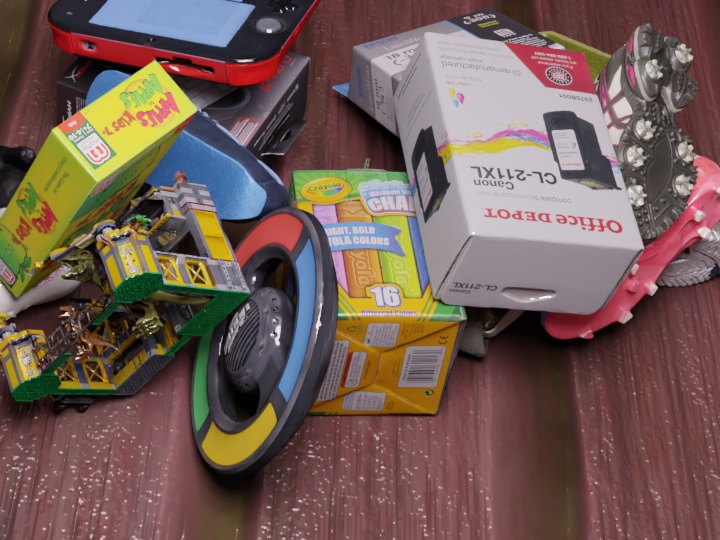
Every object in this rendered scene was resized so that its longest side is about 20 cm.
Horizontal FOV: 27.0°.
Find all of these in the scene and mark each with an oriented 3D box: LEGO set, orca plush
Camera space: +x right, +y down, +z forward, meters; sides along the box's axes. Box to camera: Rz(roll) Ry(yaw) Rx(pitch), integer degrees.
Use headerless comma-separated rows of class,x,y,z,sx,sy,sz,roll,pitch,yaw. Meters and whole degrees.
LEGO set,-0.185,0.004,1.102,0.153,0.200,0.116,0,56,-42
orca plush,-0.279,-0.064,1.239,0.200,0.071,0.105,39,53,23

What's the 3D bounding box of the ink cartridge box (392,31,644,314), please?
ink cartridge box,0.118,-0.075,1.150,0.144,0.083,0.201,4,52,-20

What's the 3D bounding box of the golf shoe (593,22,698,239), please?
golf shoe,0.222,-0.101,1.219,0.077,0.088,0.201,29,55,-22

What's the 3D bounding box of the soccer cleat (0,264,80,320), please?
soccer cleat,-0.311,0.031,1.163,0.198,0.070,0.087,-4,72,-17

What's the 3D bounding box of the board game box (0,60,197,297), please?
board game box,-0.200,-0.062,1.085,0.048,0.200,0.102,48,53,0

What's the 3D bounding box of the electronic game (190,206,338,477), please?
electronic game,-0.074,0.051,1.096,0.041,0.200,0.201,17,43,-27

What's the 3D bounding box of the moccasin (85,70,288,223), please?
moccasin,-0.140,-0.090,1.191,0.200,0.081,0.068,40,20,28

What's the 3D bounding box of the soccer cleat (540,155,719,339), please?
soccer cleat,0.218,-0.021,1.227,0.200,0.067,0.076,-40,46,-6

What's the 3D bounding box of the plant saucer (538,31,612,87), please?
plant saucer,0.150,-0.147,1.367,0.199,0.048,0.200,-22,31,-22

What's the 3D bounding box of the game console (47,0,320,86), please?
game console,-0.141,-0.221,1.244,0.198,0.031,0.177,13,44,12

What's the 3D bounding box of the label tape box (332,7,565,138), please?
label tape box,0.072,-0.180,1.333,0.143,0.064,0.200,-19,31,-18

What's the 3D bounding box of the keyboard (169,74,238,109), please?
keyboard,-0.159,-0.150,1.277,0.056,0.011,0.200,38,55,23

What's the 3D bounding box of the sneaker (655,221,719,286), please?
sneaker,0.236,-0.054,1.318,0.197,0.080,0.130,-9,59,-5

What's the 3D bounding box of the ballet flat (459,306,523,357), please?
ballet flat,0.133,-0.016,1.240,0.063,0.067,0.201,27,77,26

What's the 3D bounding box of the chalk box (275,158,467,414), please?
chalk box,0.000,0.000,1.199,0.123,0.125,0.201,0,48,-11

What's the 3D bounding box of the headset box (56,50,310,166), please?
headset box,-0.147,-0.148,1.336,0.199,0.078,0.149,22,49,12
